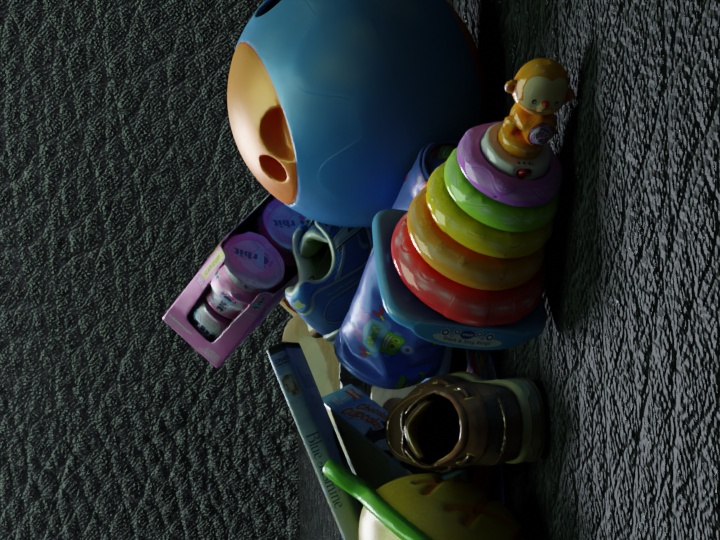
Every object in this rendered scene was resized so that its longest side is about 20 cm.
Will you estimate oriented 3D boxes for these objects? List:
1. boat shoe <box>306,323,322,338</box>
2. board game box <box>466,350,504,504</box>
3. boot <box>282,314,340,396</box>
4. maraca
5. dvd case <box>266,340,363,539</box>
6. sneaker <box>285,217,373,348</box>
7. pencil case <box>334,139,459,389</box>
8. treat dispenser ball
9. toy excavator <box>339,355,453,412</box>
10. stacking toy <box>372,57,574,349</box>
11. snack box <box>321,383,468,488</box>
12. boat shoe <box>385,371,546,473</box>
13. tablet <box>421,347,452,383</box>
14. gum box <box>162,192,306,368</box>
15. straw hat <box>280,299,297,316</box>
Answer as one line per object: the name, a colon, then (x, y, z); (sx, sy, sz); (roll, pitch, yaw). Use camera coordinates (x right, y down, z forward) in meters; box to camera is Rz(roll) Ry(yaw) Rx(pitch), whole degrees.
boat shoe: (0.000, 0.000, 1.543); (0.200, 0.071, 0.077); (-29, 71, 56)
board game box: (0.082, 0.159, 1.436); (0.158, 0.039, 0.202); (150, 118, -83)
boot: (-0.008, 0.133, 1.800); (0.202, 0.070, 0.144); (67, -163, 2)
maraca: (0.048, 0.194, 1.278); (0.200, 0.107, 0.137); (33, 173, 43)
dvd case: (-0.023, 0.151, 1.417); (0.143, 0.017, 0.201); (33, -145, -86)
sneaker: (-0.007, -0.034, 1.452); (0.076, 0.077, 0.201); (-29, 38, 42)
pencil case: (0.049, 0.001, 1.322); (0.078, 0.087, 0.201); (-36, -24, -51)
treat dispenser ball: (-0.003, -0.134, 1.371); (0.201, 0.199, 0.203); (177, 90, -84)
toy excavator: (0.043, 0.116, 1.649); (0.200, 0.099, 0.196); (-73, -16, -65)
stacking toy: (0.089, -0.053, 1.131); (0.110, 0.115, 0.201); (-99, 23, -43)
snack box: (0.034, 0.180, 1.449); (0.200, 0.037, 0.117); (32, 140, 59)
boat shoe: (0.059, 0.109, 1.281); (0.200, 0.067, 0.073); (165, 102, -66)
tablet: (0.067, 0.045, 1.459); (0.130, 0.014, 0.201); (104, 177, -62)
gum box: (-0.077, -0.014, 1.524); (0.114, 0.066, 0.200); (-50, -1, 44)
straw hat: (-0.013, 0.018, 1.774); (0.085, 0.201, 0.201); (-51, -2, -12)
